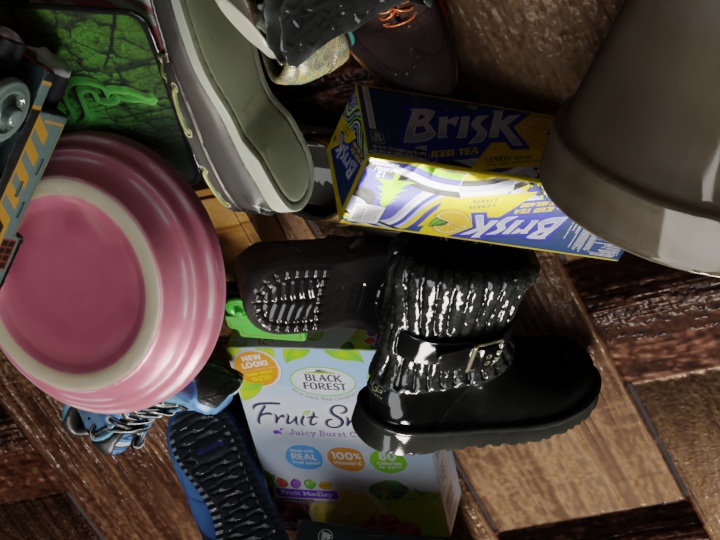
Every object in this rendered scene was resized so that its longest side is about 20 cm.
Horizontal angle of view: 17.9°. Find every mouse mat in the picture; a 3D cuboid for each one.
[{"bbox_3d":[-0.214,-0.123,1.569,0.200,0.008,0.161,7,139,23],"label":"mouse mat"}]

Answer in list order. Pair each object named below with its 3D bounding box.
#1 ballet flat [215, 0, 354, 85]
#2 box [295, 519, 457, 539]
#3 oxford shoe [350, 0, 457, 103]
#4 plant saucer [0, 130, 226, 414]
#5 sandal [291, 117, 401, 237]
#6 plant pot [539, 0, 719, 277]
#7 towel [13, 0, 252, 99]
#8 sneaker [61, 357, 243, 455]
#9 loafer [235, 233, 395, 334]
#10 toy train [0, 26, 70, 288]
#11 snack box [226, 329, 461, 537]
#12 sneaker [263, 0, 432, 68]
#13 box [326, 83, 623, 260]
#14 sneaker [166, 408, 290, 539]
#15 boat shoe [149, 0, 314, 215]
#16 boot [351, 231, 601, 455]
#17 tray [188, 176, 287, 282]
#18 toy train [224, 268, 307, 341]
[{"bbox_3d":[-0.074,-0.203,1.398,0.071,0.071,0.200,-21,104,31],"label":"ballet flat"},{"bbox_3d":[0.017,0.279,1.747,0.124,0.149,0.200,6,169,11],"label":"box"},{"bbox_3d":[0.009,-0.173,1.426,0.071,0.073,0.200,-30,123,5],"label":"oxford shoe"},{"bbox_3d":[-0.190,0.005,1.579,0.200,0.051,0.201,7,105,26],"label":"plant saucer"},{"bbox_3d":[-0.016,-0.066,1.539,0.199,0.055,0.082,14,108,3],"label":"sandal"},{"bbox_3d":[0.223,-0.114,1.371,0.200,0.200,0.174,14,118,3],"label":"plant pot"},{"bbox_3d":[-0.132,-0.184,1.505,0.146,0.030,0.200,29,136,-11],"label":"towel"},{"bbox_3d":[-0.156,0.098,1.676,0.078,0.090,0.200,26,164,-30],"label":"sneaker"},{"bbox_3d":[0.000,0.000,1.577,0.200,0.071,0.073,4,118,-34],"label":"loafer"},{"bbox_3d":[-0.258,-0.064,1.507,0.085,0.114,0.200,27,97,24],"label":"toy train"},{"bbox_3d":[-0.010,0.116,1.725,0.142,0.053,0.200,0,132,15],"label":"snack box"},{"bbox_3d":[0.026,-0.203,1.346,0.199,0.060,0.104,-25,111,-13],"label":"sneaker"},{"bbox_3d":[0.083,-0.062,1.480,0.200,0.070,0.064,8,135,-19],"label":"box"},{"bbox_3d":[-0.094,0.191,1.758,0.066,0.078,0.201,-20,90,-3],"label":"sneaker"},{"bbox_3d":[-0.097,-0.122,1.473,0.060,0.072,0.202,-6,120,34],"label":"boat shoe"},{"bbox_3d":[0.096,0.040,1.567,0.211,0.079,0.158,-10,127,-36],"label":"boot"},{"bbox_3d":[-0.158,-0.018,1.657,0.200,0.037,0.099,-10,128,25],"label":"tray"},{"bbox_3d":[-0.129,0.021,1.634,0.199,0.042,0.056,4,144,13],"label":"toy train"}]
